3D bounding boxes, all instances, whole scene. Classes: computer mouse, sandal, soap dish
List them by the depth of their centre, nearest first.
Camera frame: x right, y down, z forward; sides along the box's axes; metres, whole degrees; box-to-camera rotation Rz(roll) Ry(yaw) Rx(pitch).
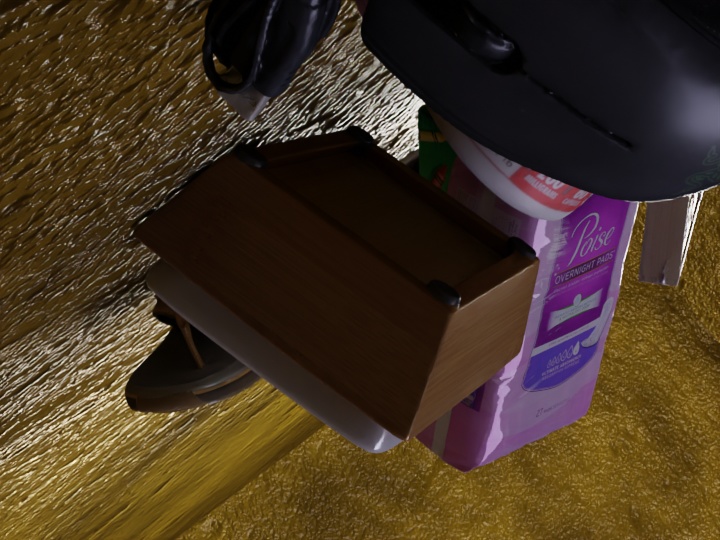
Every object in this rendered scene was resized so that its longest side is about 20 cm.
[{"bbox_3d":[0.057,-0.066,0.528,0.139,0.198,0.053,-50,-150,45],"label":"computer mouse"},{"bbox_3d":[0.000,0.000,0.820,0.082,0.157,0.200,-58,168,18],"label":"soap dish"},{"bbox_3d":[-0.075,0.015,0.896,0.080,0.054,0.200,-12,-157,26],"label":"sandal"}]

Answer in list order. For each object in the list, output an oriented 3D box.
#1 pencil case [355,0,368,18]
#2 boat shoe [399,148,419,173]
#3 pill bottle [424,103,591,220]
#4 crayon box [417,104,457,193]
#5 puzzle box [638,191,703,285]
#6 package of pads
[{"bbox_3d":[0.072,-0.144,0.535,0.085,0.085,0.200,11,141,-29],"label":"pencil case"},{"bbox_3d":[0.053,-0.053,1.112,0.070,0.071,0.199,-40,168,33],"label":"boat shoe"},{"bbox_3d":[0.132,-0.128,0.814,0.200,0.114,0.114,-42,173,25],"label":"pill bottle"},{"bbox_3d":[0.122,-0.086,1.061,0.199,0.058,0.120,-35,139,-32],"label":"crayon box"},{"bbox_3d":[0.205,-0.087,1.048,0.200,0.025,0.134,-54,150,-63],"label":"puzzle box"},{"bbox_3d":[0.098,0.010,0.983,0.120,0.075,0.202,-22,131,-45],"label":"package of pads"}]
